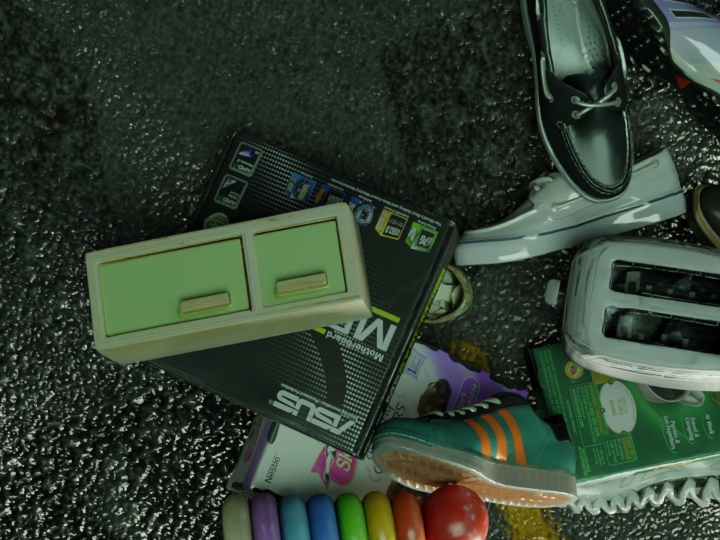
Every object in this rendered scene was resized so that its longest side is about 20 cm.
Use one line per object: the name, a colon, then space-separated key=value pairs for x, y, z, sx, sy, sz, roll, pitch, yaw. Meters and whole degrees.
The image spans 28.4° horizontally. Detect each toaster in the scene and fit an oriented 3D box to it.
toaster: x=0.246 y=0.035 z=1.119 sx=0.198 sy=0.129 sz=0.115 roll=10 pitch=87 yaw=14

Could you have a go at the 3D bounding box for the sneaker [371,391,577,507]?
sneaker: x=0.089 y=0.132 z=1.115 sx=0.199 sy=0.071 sz=0.081 roll=18 pitch=60 yaw=-36

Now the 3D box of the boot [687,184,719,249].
boot: x=0.381 y=-0.042 z=1.162 sx=0.199 sy=0.138 sz=0.078 roll=20 pitch=58 yaw=-23

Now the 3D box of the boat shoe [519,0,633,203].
boat shoe: x=0.171 y=-0.151 z=1.113 sx=0.075 sy=0.060 sz=0.202 roll=-20 pitch=91 yaw=-7

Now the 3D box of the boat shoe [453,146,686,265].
boat shoe: x=0.167 y=-0.053 z=1.173 sx=0.198 sy=0.074 sz=0.066 roll=-15 pitch=93 yaw=-8

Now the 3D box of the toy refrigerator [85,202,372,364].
toy refrigerator: x=-0.097 y=0.010 z=1.049 sx=0.198 sy=0.070 sz=0.077 roll=-10 pitch=75 yaw=6

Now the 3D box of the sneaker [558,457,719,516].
sneaker: x=0.242 y=0.169 z=1.248 sx=0.198 sy=0.075 sz=0.082 roll=-4 pitch=93 yaw=-10

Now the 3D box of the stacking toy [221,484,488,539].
stacking toy: x=-0.001 y=0.198 z=1.065 sx=0.198 sy=0.085 sz=0.086 roll=-8 pitch=107 yaw=-4

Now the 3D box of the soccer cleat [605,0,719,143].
soccer cleat: x=0.267 y=-0.184 z=1.147 sx=0.200 sy=0.068 sz=0.073 roll=42 pitch=71 yaw=-4

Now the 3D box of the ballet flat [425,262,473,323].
ballet flat: x=0.000 y=0.000 z=1.158 sx=0.198 sy=0.071 sz=0.071 roll=14 pitch=104 yaw=-12

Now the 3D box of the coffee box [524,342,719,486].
coffee box: x=0.251 y=0.109 z=1.210 sx=0.198 sy=0.044 sz=0.124 roll=-12 pitch=74 yaw=-5

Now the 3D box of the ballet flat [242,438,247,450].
ballet flat: x=-0.040 y=0.215 z=1.220 sx=0.067 sy=0.068 sz=0.201 roll=-27 pitch=98 yaw=5

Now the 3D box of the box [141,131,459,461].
box: x=-0.049 y=0.018 z=1.099 sx=0.199 sy=0.048 sz=0.194 roll=23 pitch=79 yaw=12

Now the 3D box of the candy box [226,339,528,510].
candy box: x=0.015 y=0.138 z=1.164 sx=0.199 sy=0.071 sz=0.169 roll=26 pitch=75 yaw=-16
